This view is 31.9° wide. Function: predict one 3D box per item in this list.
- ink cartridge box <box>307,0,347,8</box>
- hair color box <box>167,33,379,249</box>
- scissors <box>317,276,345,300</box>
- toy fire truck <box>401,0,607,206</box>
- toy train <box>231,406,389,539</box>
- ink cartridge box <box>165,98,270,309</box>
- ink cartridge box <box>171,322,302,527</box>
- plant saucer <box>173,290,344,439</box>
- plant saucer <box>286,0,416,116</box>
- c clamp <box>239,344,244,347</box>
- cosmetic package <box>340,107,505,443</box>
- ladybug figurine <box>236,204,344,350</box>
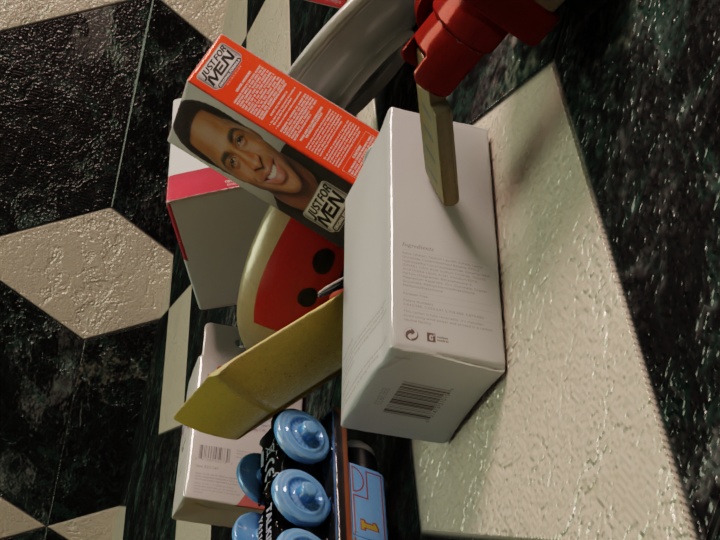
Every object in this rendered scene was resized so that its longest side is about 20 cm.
[{"bbox_3d":[-0.040,-0.428,1.495,0.144,0.083,0.201,-110,33,-66],"label":"ink cartridge box"},{"bbox_3d":[-0.054,-0.098,1.044,0.061,0.200,0.102,-59,2,-30],"label":"hair color box"},{"bbox_3d":[0.000,0.000,0.968,0.073,0.014,0.200,-36,-5,1],"label":"scissors"},{"bbox_3d":[0.064,-0.161,0.785,0.200,0.128,0.176,-48,27,26],"label":"toy fire truck"},{"bbox_3d":[-0.027,0.188,0.904,0.087,0.114,0.200,-49,28,33],"label":"toy train"},{"bbox_3d":[-0.115,-0.085,1.319,0.200,0.144,0.146,-98,-4,-51],"label":"ink cartridge box"},{"bbox_3d":[-0.124,0.162,1.312,0.068,0.116,0.201,121,157,-55],"label":"ink cartridge box"},{"bbox_3d":[-0.041,0.070,1.006,0.049,0.200,0.200,56,158,4],"label":"plant saucer"},{"bbox_3d":[-0.002,-0.184,1.118,0.200,0.050,0.200,-47,-4,-5],"label":"plant saucer"},{"bbox_3d":[-0.149,0.157,1.603,0.200,0.027,0.172,-109,32,-64],"label":"c clamp"},{"bbox_3d":[0.038,0.002,0.861,0.113,0.081,0.201,120,158,-53],"label":"cosmetic package"},{"bbox_3d":[-0.044,-0.004,1.143,0.072,0.136,0.201,26,108,30],"label":"ladybug figurine"}]
